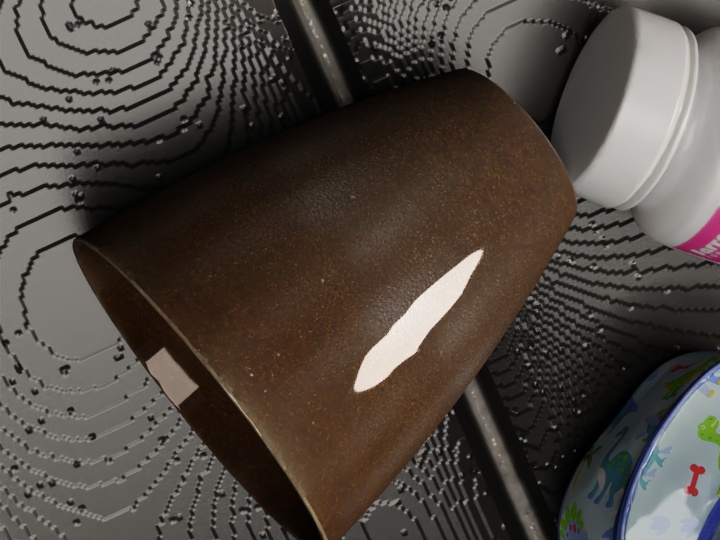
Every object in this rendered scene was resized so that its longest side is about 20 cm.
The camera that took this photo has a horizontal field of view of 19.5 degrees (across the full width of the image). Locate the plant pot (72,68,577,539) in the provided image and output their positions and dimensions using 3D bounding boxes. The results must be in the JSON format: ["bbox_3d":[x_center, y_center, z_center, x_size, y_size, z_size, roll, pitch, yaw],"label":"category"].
[{"bbox_3d":[0.000,0.000,0.995,0.200,0.187,0.187,-38,108,-12],"label":"plant pot"}]

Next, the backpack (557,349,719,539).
[{"bbox_3d":[0.218,0.137,1.066,0.200,0.147,0.183,38,79,-9],"label":"backpack"}]

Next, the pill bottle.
[{"bbox_3d":[0.203,-0.053,1.035,0.200,0.113,0.113,18,102,-13],"label":"pill bottle"}]
